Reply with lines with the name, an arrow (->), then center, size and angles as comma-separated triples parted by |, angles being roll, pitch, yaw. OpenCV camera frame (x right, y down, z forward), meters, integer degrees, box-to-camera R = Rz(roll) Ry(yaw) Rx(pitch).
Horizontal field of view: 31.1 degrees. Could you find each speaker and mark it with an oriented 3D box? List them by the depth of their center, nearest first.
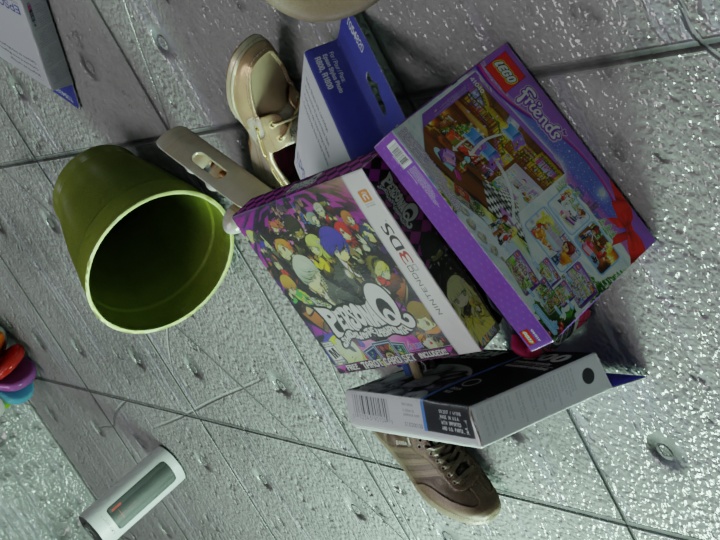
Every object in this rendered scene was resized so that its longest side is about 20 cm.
speaker -> -0.422, 0.419, 2.386 | 0.081, 0.200, 0.082 | 37, 151, 25

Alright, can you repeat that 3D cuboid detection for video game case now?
video game case -> 0.000, 0.000, 1.095 | 0.199, 0.036, 0.182 | -14, 115, 52

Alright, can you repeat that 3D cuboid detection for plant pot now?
plant pot -> -0.291, -0.059, 1.622 | 0.193, 0.199, 0.201 | 44, 155, 40

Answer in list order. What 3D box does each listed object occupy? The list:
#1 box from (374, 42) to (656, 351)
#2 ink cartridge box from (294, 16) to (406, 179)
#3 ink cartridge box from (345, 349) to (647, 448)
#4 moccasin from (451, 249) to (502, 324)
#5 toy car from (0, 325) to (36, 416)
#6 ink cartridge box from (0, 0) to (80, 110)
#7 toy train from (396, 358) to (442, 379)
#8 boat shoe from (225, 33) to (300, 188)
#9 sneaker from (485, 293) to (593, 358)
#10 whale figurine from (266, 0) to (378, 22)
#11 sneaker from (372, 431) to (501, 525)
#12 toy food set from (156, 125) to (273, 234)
box -> 0.122, -0.058, 1.003 | 0.201, 0.137, 0.039 | 52, 153, -2
ink cartridge box -> -0.009, -0.101, 1.157 | 0.201, 0.040, 0.201 | 100, 154, -49
ink cartridge box -> 0.120, 0.103, 1.168 | 0.197, 0.199, 0.044 | -2, 102, 57
moccasin -> 0.064, -0.034, 1.165 | 0.077, 0.073, 0.203 | -15, 101, 45
toy car -> -0.766, 0.212, 2.753 | 0.148, 0.176, 0.201 | -5, 128, 15
ink cartridge box -> -0.464, -0.318, 1.706 | 0.196, 0.043, 0.201 | 32, 146, 33
toy train -> 0.049, 0.045, 1.230 | 0.200, 0.045, 0.034 | -90, -18, -66
boat shoe -> -0.078, -0.149, 1.285 | 0.069, 0.074, 0.201 | 32, 157, 27
sneaker -> 0.129, -0.018, 1.114 | 0.201, 0.075, 0.080 | 58, 153, -12
whale figurine -> -0.040, -0.294, 0.987 | 0.104, 0.158, 0.201 | -100, -9, -58
sneaker -> 0.081, 0.207, 1.477 | 0.200, 0.070, 0.076 | 40, 151, 19
toy food set -> -0.128, -0.068, 1.407 | 0.143, 0.061, 0.200 | 36, 175, 29
